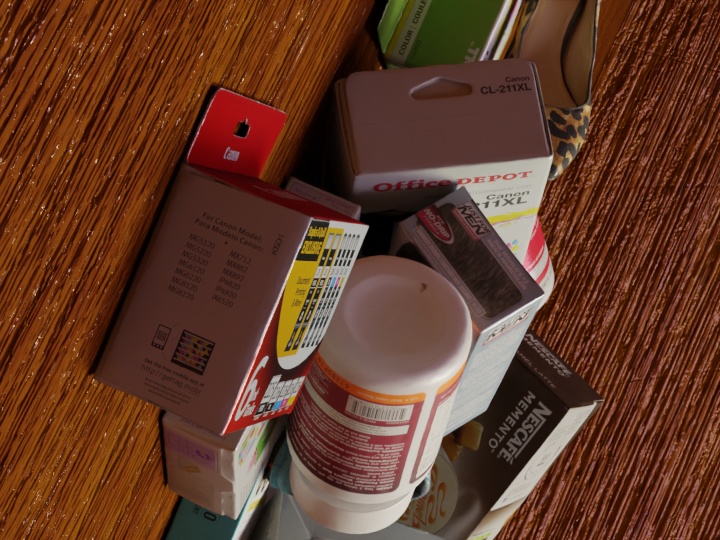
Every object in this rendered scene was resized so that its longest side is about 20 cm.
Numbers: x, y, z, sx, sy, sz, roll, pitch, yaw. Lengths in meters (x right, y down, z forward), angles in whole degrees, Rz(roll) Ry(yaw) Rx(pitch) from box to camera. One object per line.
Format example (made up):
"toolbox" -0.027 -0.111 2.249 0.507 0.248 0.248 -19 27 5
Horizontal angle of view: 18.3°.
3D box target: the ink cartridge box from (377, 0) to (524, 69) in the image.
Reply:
"ink cartridge box" 0.076 -0.211 1.674 0.200 0.076 0.148 47 66 -83

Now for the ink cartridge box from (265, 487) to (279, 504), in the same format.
"ink cartridge box" -0.041 0.138 1.870 0.200 0.084 0.145 1 112 -81

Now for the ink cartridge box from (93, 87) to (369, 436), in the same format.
"ink cartridge box" -0.062 -0.005 1.305 0.200 0.084 0.176 -4 117 -81

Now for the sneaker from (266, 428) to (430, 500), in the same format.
"sneaker" 0.023 0.141 1.700 0.200 0.095 0.079 -27 143 -42

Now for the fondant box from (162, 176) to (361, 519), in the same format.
"fondant box" -0.067 0.055 1.549 0.144 0.058 0.200 97 18 -65

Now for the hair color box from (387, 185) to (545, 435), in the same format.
"hair color box" 0.060 0.036 1.602 0.061 0.099 0.200 -29 161 -22

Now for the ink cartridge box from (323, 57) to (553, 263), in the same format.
"ink cartridge box" 0.051 -0.062 1.626 0.200 0.145 0.083 97 -15 -63

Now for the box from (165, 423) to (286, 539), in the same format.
"box" -0.094 0.152 1.682 0.082 0.049 0.200 1 112 -81

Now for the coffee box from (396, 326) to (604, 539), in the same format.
"coffee box" 0.089 0.146 1.826 0.200 0.114 0.080 -53 159 20

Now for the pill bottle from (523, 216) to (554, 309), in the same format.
"pill bottle" 0.085 -0.056 1.848 0.112 0.112 0.200 -59 140 -44

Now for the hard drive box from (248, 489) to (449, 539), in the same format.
"hard drive box" -0.039 0.268 1.770 0.200 0.156 0.077 -49 -152 45

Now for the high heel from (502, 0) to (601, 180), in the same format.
"high heel" 0.152 -0.176 1.670 0.143 0.071 0.200 113 -17 -46

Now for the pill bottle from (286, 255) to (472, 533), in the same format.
"pill bottle" 0.007 0.090 1.536 0.200 0.109 0.110 104 12 -51
